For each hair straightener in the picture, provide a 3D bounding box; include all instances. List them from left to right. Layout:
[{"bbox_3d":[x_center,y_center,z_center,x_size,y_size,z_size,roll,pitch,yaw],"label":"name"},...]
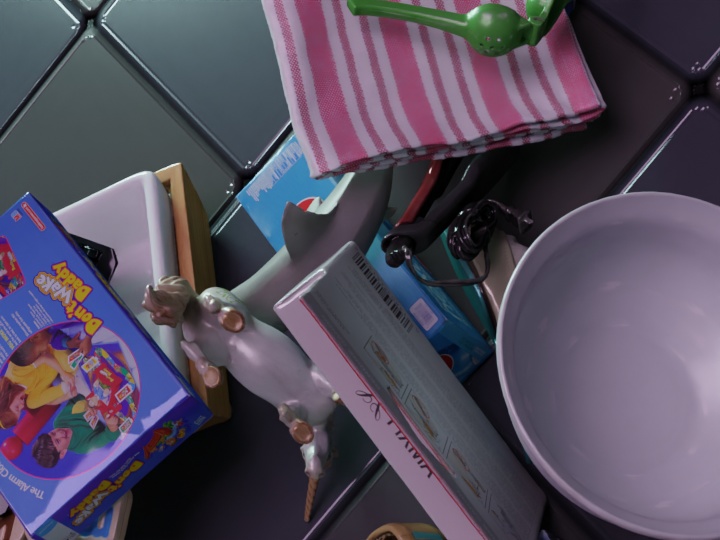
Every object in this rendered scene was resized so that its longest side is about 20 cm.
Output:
[{"bbox_3d":[0.071,-0.045,1.077,0.077,0.200,0.041,16,121,14],"label":"hair straightener"}]

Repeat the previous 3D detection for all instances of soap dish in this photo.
[{"bbox_3d":[-0.172,0.041,1.245,0.157,0.081,0.201,-23,59,24],"label":"soap dish"}]

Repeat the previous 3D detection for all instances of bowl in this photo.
[{"bbox_3d":[0.162,0.064,0.981,0.200,0.090,0.202,5,67,-11],"label":"bowl"}]

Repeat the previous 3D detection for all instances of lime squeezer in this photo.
[{"bbox_3d":[0.096,-0.167,1.089,0.199,0.038,0.071,-19,40,-17],"label":"lime squeezer"}]

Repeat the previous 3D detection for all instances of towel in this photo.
[{"bbox_3d":[0.044,-0.142,1.094,0.199,0.030,0.147,-12,72,-16],"label":"towel"}]

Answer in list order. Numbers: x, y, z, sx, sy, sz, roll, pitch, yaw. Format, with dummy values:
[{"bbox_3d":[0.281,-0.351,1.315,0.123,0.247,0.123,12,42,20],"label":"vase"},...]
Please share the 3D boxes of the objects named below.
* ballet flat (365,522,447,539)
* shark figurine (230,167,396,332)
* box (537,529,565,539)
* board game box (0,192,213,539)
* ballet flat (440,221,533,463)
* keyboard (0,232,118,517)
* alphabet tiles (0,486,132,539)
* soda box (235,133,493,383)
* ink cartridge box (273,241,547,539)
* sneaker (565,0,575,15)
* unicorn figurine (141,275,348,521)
[{"bbox_3d":[-0.028,0.225,1.082,0.200,0.063,0.069,-46,54,9],"label":"ballet flat"},{"bbox_3d":[-0.022,-0.047,1.092,0.128,0.089,0.216,20,85,37],"label":"shark figurine"},{"bbox_3d":[0.074,0.268,1.011,0.200,0.040,0.137,-41,53,13],"label":"box"},{"bbox_3d":[-0.209,0.064,1.145,0.134,0.045,0.200,-41,63,-2],"label":"board game box"},{"bbox_3d":[0.104,0.033,1.081,0.069,0.069,0.201,-32,55,19],"label":"ballet flat"},{"bbox_3d":[-0.247,0.062,1.196,0.104,0.040,0.201,15,78,37],"label":"keyboard"},{"bbox_3d":[-0.231,0.141,1.184,0.199,0.015,0.197,-3,68,33],"label":"alphabet tiles"},{"bbox_3d":[0.000,0.000,1.155,0.064,0.068,0.200,-45,53,10],"label":"soda box"},{"bbox_3d":[0.026,0.087,0.981,0.045,0.176,0.200,-37,92,14],"label":"ink cartridge box"},{"bbox_3d":[0.055,-0.153,1.175,0.200,0.075,0.088,-41,56,8],"label":"sneaker"},{"bbox_3d":[-0.053,0.070,1.072,0.074,0.200,0.137,-36,9,-5],"label":"unicorn figurine"}]
